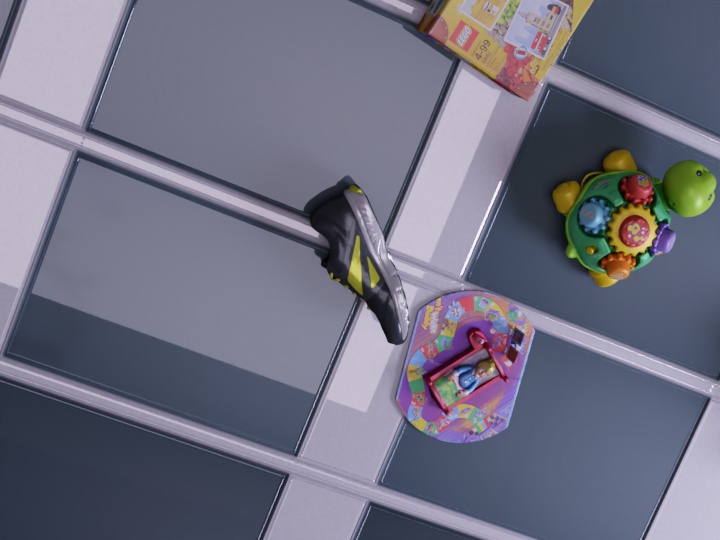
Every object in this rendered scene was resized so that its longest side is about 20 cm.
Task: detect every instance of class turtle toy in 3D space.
[{"bbox_3d":[0.337,-0.069,1.481,0.199,0.101,0.147,-31,106,-1],"label":"turtle toy"}]

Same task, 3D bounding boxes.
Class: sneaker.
[{"bbox_3d":[0.000,0.000,1.464,0.084,0.074,0.202,-20,97,2],"label":"sneaker"}]

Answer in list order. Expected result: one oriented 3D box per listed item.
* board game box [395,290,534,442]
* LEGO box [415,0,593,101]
[{"bbox_3d":[0.135,0.128,1.526,0.156,0.039,0.202,12,101,-12],"label":"board game box"},{"bbox_3d":[0.182,-0.323,1.407,0.148,0.077,0.201,30,97,-15],"label":"LEGO box"}]
